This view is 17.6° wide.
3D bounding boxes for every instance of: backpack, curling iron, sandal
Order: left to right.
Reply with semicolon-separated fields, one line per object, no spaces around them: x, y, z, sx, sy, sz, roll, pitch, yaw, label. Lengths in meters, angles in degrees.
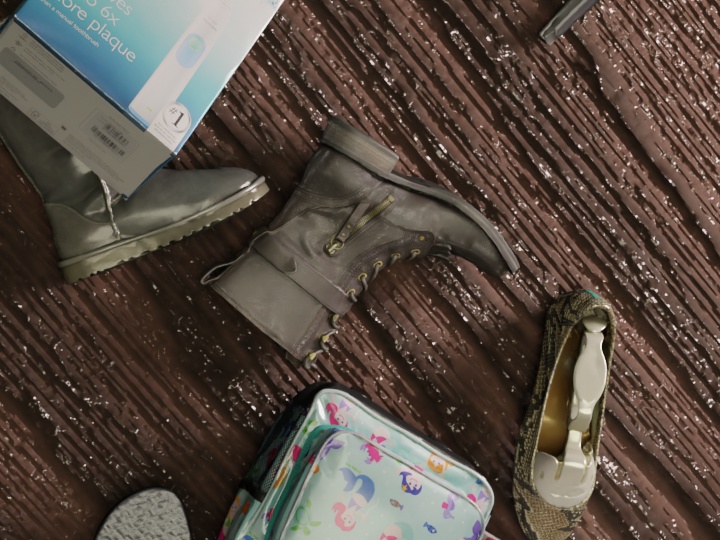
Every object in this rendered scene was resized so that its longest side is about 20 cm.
-0.167;0.255;1.733;0.075;0.043;0.202;4;102;-6;sandal
-0.011;0.204;1.712;0.177;0.151;0.201;32;92;-11;backpack
0.217;-0.239;1.796;0.200;0.026;0.050;-38;98;-8;curling iron

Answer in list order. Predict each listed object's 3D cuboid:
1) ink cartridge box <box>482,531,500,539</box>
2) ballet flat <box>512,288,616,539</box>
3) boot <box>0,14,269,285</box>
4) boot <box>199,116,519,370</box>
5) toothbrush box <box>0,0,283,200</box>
0.156;0.284;1.750;0.199;0.145;0.084;32;87;-13;ink cartridge box
0.159;0.115;1.778;0.067;0.075;0.202;9;91;-14;ballet flat
-0.180;-0.110;1.697;0.181;0.073;0.201;-21;91;-13;boot
0.000;0.000;1.747;0.199;0.069;0.175;33;91;-9;boot
-0.155;-0.176;1.640;0.146;0.085;0.201;41;52;-11;toothbrush box
